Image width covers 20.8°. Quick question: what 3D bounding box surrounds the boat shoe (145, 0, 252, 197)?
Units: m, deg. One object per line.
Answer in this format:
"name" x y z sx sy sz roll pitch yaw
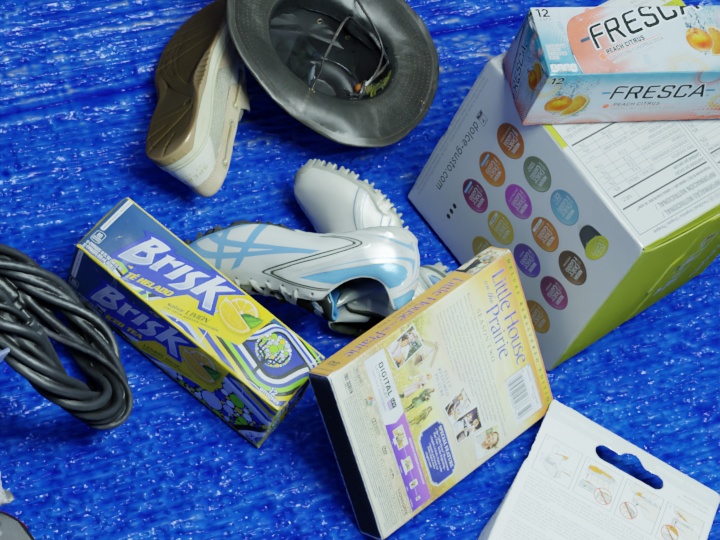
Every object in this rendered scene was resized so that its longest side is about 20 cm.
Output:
"boat shoe" -0.126 -0.144 1.614 0.065 0.072 0.201 45 35 -33

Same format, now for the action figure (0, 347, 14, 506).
"action figure" -0.297 0.086 1.367 0.194 0.200 0.104 58 28 14

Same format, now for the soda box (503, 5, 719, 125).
"soda box" 0.213 -0.157 1.484 0.199 0.068 0.064 -4 61 -20

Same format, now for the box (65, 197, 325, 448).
"box" -0.129 0.039 1.495 0.200 0.070 0.064 38 56 6

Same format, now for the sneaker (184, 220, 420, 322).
"sneaker" -0.053 0.002 1.513 0.199 0.072 0.073 0 73 14

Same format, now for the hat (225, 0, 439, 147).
"hat" -0.037 -0.179 1.652 0.200 0.081 0.202 13 63 -26

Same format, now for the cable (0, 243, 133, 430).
"cable" -0.237 0.035 1.420 0.051 0.163 0.200 -42 93 3

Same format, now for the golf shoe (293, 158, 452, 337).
"golf shoe" 0.000 0.000 1.563 0.097 0.078 0.200 -36 75 -26

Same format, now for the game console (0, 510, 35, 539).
"game console" -0.280 0.273 1.329 0.199 0.031 0.177 -29 72 -30

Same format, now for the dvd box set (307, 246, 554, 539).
"dvd box set" 0.058 0.091 1.499 0.200 0.029 0.147 -34 119 -31

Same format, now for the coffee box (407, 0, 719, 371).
"coffee box" 0.198 -0.078 1.597 0.199 0.200 0.198 -28 72 -32

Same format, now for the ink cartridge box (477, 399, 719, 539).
"ink cartridge box" 0.176 0.218 1.514 0.162 0.050 0.200 29 48 1
